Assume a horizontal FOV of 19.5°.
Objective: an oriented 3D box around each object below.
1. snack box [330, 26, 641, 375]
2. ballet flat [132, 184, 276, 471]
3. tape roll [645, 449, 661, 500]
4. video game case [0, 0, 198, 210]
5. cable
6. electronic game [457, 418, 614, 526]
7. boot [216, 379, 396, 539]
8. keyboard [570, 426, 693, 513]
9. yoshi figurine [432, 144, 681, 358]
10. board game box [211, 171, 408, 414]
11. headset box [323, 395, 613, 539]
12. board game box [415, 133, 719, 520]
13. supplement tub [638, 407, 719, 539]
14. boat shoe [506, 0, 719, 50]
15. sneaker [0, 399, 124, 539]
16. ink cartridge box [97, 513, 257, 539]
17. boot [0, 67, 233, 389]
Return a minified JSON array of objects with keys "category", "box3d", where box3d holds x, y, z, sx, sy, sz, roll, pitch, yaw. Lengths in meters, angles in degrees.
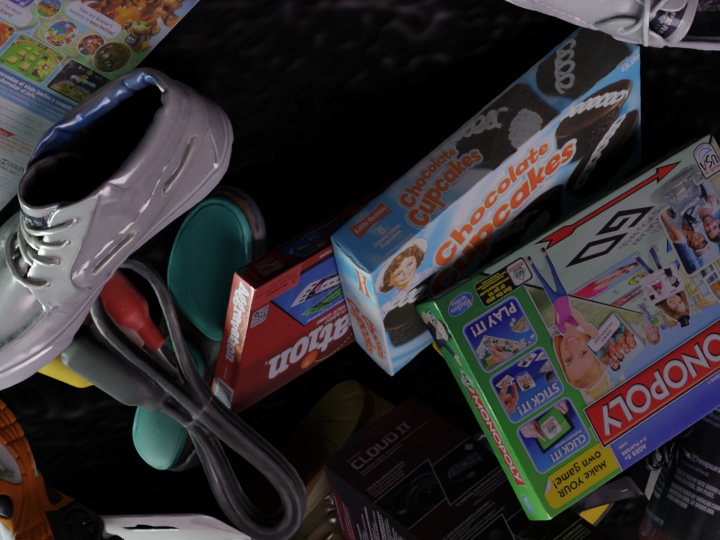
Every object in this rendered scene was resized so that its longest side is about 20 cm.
[{"category":"snack box","box3d":[0.073,-0.040,1.158,0.200,0.037,0.116,-40,153,-14]},{"category":"ballet flat","box3d":[-0.077,0.027,1.176,0.073,0.073,0.201,-4,131,-29]},{"category":"tape roll","box3d":[0.289,0.113,1.497,0.201,0.071,0.203,-18,141,-15]},{"category":"video game case","box3d":[-0.176,-0.106,0.996,0.200,0.018,0.143,-44,140,18]},{"category":"cable","box3d":[-0.097,0.058,1.125,0.200,0.050,0.097,36,111,-11]},{"category":"electronic game","box3d":[0.098,0.160,1.451,0.199,0.042,0.201,-18,141,-15]},{"category":"boot","box3d":[-0.005,0.177,1.353,0.155,0.073,0.200,29,109,-29]},{"category":"keyboard","box3d":[0.153,0.102,1.295,0.103,0.040,0.200,-19,-174,14]},{"category":"yoshi figurine","box3d":[0.140,0.004,1.251,0.200,0.112,0.112,-45,130,8]},{"category":"board game box","box3d":[0.000,0.000,1.167,0.200,0.019,0.103,-31,150,-37]},{"category":"headset box","box3d":[0.067,0.178,1.217,0.077,0.200,0.149,-34,134,-22]},{"category":"board game box","box3d":[0.145,0.029,1.161,0.199,0.135,0.029,-31,-175,-21]},{"category":"supplement tub","box3d":[0.259,0.101,1.347,0.107,0.107,0.201,14,99,-42]},{"category":"boat shoe","box3d":[0.156,-0.149,1.117,0.199,0.069,0.072,6,130,-37]},{"category":"sneaker","box3d":[-0.190,0.160,1.160,0.075,0.200,0.092,-22,157,-43]},{"category":"ink cartridge box","box3d":[-0.081,0.205,1.209,0.116,0.068,0.200,-7,148,33]},{"category":"boot","box3d":[-0.155,-0.023,1.041,0.200,0.074,0.096,-46,159,3]}]
